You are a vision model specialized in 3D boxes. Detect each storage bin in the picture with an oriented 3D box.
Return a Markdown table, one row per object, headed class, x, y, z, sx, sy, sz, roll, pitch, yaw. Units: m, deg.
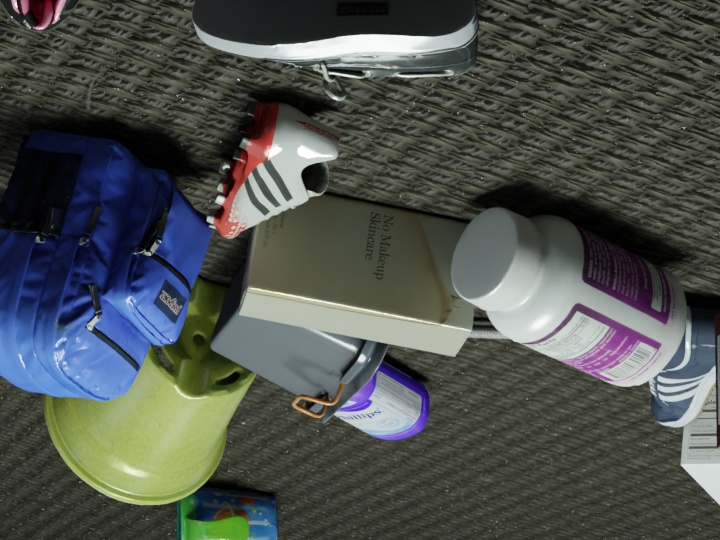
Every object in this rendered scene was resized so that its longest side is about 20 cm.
| class | x | y | z | sx | sy | sz | roll | pitch | yaw |
| --- | --- | --- | --- | --- | --- | --- | --- | --- | --- |
| storage bin | -0.056 | 0.050 | 1.853 | 0.133 | 0.147 | 0.200 | 23 | 156 | -9 |

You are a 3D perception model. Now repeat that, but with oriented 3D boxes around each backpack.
| class | x | y | z | sx | sy | sz | roll | pitch | yaw |
| --- | --- | --- | --- | --- | --- | --- | --- | --- | --- |
| backpack | -0.228 | 0.005 | 1.670 | 0.166 | 0.202 | 0.163 | 9 | 159 | 29 |

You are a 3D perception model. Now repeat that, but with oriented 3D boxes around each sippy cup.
| class | x | y | z | sx | sy | sz | roll | pitch | yaw |
| --- | --- | --- | --- | --- | --- | --- | --- | --- | --- |
| sippy cup | -0.174 | 0.345 | 2.622 | 0.129 | 0.178 | 0.141 | 0 | 115 | -8 |

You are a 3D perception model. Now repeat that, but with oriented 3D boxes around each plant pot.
| class | x | y | z | sx | sy | sz | roll | pitch | yaw |
| --- | --- | --- | --- | --- | --- | --- | --- | --- | --- |
| plant pot | -0.190 | 0.103 | 1.978 | 0.199 | 0.202 | 0.184 | 16 | 145 | -20 |

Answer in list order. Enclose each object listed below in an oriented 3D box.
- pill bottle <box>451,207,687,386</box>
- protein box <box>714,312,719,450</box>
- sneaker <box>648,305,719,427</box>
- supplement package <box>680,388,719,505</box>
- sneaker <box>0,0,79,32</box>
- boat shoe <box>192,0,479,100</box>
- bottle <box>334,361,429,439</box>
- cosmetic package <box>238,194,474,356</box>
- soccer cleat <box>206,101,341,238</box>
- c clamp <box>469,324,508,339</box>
| class | x | y | z | sx | sy | sz | roll | pitch | yaw |
| --- | --- | --- | --- | --- | --- | --- | --- | --- | --- |
| pill bottle | 0.176 | 0.019 | 1.712 | 0.199 | 0.113 | 0.112 | 24 | 153 | -34 |
| protein box | 0.443 | 0.085 | 1.720 | 0.197 | 0.136 | 0.200 | 18 | 149 | -23 |
| sneaker | 0.283 | 0.086 | 1.890 | 0.107 | 0.071 | 0.200 | 7 | 152 | -10 |
| supplement package | 0.427 | 0.174 | 2.002 | 0.154 | 0.112 | 0.200 | -3 | 156 | 27 |
| sneaker | -0.217 | -0.198 | 1.345 | 0.078 | 0.096 | 0.200 | 10 | 159 | -11 |
| boat shoe | -0.016 | -0.162 | 1.389 | 0.197 | 0.074 | 0.068 | -3 | 143 | 2 |
| bottle | -0.011 | 0.116 | 2.075 | 0.083 | 0.066 | 0.200 | -10 | 152 | 35 |
| cosmetic package | 0.000 | 0.000 | 1.740 | 0.198 | 0.105 | 0.073 | 10 | 158 | -7 |
| soccer cleat | -0.072 | -0.073 | 1.636 | 0.084 | 0.069 | 0.200 | 16 | 152 | -8 |
| c clamp | 0.143 | 0.052 | 1.917 | 0.198 | 0.027 | 0.171 | 4 | 158 | 9 |
